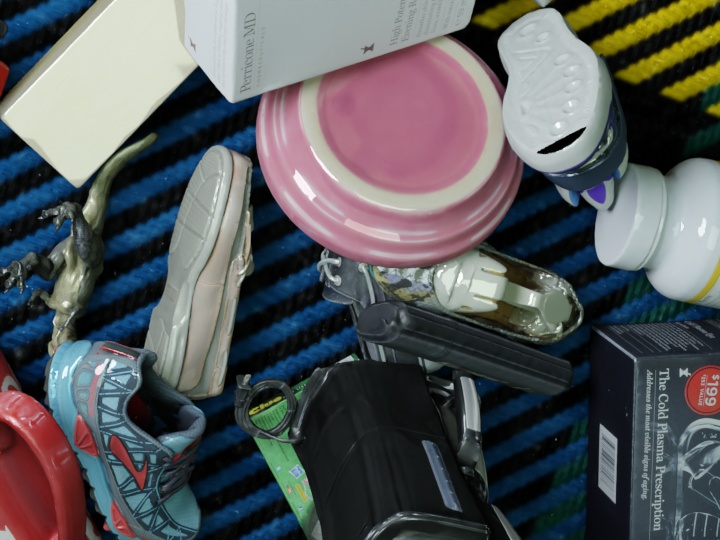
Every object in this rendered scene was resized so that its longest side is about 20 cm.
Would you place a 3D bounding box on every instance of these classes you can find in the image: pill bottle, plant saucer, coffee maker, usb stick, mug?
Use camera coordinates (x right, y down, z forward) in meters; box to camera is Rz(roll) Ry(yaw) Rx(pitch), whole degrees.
[{"bbox_3d":[0.290,-0.025,1.114,0.199,0.112,0.113,11,100,-12],"label":"pill bottle"},{"bbox_3d":[0.026,-0.102,1.031,0.200,0.051,0.201,4,68,-11],"label":"plant saucer"},{"bbox_3d":[0.013,0.168,1.027,0.191,0.200,0.135,-5,119,-7],"label":"coffee maker"},{"bbox_3d":[0.082,0.060,1.077,0.199,0.055,0.033,20,70,-39],"label":"usb stick"},{"bbox_3d":[-0.270,0.162,1.028,0.133,0.177,0.201,-32,111,-16],"label":"mug"}]

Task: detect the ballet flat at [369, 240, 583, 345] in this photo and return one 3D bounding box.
[{"bbox_3d":[0.098,0.011,1.072,0.200,0.072,0.072,18,99,-39],"label":"ballet flat"}]

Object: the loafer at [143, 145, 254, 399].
[{"bbox_3d":[-0.111,0.004,1.079,0.063,0.072,0.201,10,107,-29],"label":"loafer"}]

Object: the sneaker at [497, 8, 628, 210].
[{"bbox_3d":[0.162,-0.090,1.034,0.080,0.200,0.147,-26,121,14],"label":"sneaker"}]

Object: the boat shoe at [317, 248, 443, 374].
[{"bbox_3d":[0.000,0.000,1.091,0.068,0.072,0.201,-25,112,-9],"label":"boat shoe"}]

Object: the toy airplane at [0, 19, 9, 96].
[{"bbox_3d":[-0.353,-0.161,0.955,0.200,0.141,0.200,-39,120,-33],"label":"toy airplane"}]

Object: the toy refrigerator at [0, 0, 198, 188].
[{"bbox_3d":[-0.163,-0.162,1.027,0.200,0.070,0.076,-46,112,3],"label":"toy refrigerator"}]

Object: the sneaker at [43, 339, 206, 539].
[{"bbox_3d":[-0.154,0.135,1.054,0.095,0.079,0.200,-7,129,23],"label":"sneaker"}]

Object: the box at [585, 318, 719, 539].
[{"bbox_3d":[0.285,0.145,1.154,0.181,0.104,0.201,-4,103,-11],"label":"box"}]

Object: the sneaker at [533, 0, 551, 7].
[{"bbox_3d":[0.112,-0.300,1.042,0.115,0.074,0.200,-39,104,3],"label":"sneaker"}]

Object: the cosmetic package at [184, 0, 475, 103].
[{"bbox_3d":[-0.017,-0.196,0.978,0.199,0.074,0.102,-23,147,-24],"label":"cosmetic package"}]

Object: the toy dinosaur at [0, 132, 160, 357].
[{"bbox_3d":[-0.212,-0.015,1.050,0.047,0.088,0.201,23,96,25],"label":"toy dinosaur"}]

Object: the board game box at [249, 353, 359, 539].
[{"bbox_3d":[-0.005,0.177,1.151,0.104,0.023,0.201,-27,105,-3],"label":"board game box"}]
